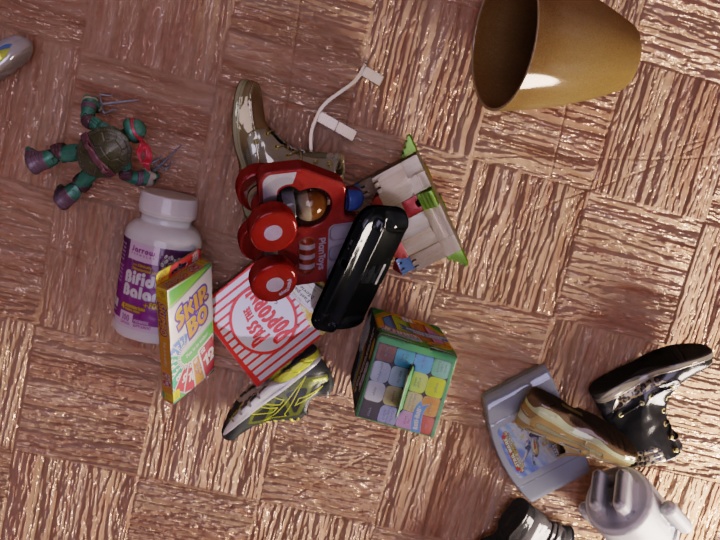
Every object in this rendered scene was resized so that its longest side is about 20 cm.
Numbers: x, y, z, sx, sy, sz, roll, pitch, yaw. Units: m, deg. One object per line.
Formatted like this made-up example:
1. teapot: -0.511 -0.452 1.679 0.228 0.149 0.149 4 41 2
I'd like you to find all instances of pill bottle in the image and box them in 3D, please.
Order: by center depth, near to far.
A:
1. pill bottle: -0.286 -0.009 1.073 0.109 0.112 0.206 10 101 -6

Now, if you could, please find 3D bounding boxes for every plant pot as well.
1. plant pot: 0.280 -0.306 1.036 0.194 0.186 0.192 3 101 -17

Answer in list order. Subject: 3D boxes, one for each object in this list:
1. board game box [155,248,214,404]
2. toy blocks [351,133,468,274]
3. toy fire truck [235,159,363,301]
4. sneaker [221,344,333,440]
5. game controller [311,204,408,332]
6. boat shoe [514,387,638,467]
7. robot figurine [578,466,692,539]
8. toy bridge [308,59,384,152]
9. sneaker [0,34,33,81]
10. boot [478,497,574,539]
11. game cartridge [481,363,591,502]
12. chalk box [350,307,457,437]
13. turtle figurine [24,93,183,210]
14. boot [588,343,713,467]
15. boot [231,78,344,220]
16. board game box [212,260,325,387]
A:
1. board game box: -0.244 0.078 1.053 0.029 0.095 0.205 15 119 24
2. toy blocks: 0.057 -0.074 1.105 0.134 0.100 0.204 -25 101 13
3. toy fire truck: -0.079 -0.060 1.015 0.163 0.113 0.204 -9 131 -16
4. sneaker: -0.124 0.205 1.146 0.198 0.075 0.085 -38 102 4
5. game controller: 0.000 0.000 1.053 0.042 0.103 0.203 38 116 26
6. boat shoe: 0.331 0.258 1.168 0.197 0.072 0.077 29 110 0
7. robot figurine: 0.433 0.391 1.192 0.200 0.167 0.115 47 52 -31
8. toy bridge: -0.036 -0.212 1.095 0.066 0.027 0.204 25 99 -7
9. sneaker: -0.548 -0.293 1.015 0.196 0.076 0.107 -28 101 2
10. boot: 0.257 0.482 1.237 0.131 0.070 0.201 35 105 -20
11. game cartridge: 0.277 0.267 1.210 0.131 0.042 0.204 -27 102 -3
12. chalk box: 0.061 0.150 1.085 0.121 0.200 0.128 16 100 -7
13. turtle figurine: -0.358 -0.171 1.047 0.196 0.101 0.152 -26 102 7
14. boot: 0.478 0.215 1.195 0.196 0.073 0.154 -24 101 5
15. boot: -0.098 -0.167 1.055 0.150 0.072 0.206 1 108 15
16. board game box: -0.124 0.051 1.130 0.198 0.046 0.153 -38 101 3
